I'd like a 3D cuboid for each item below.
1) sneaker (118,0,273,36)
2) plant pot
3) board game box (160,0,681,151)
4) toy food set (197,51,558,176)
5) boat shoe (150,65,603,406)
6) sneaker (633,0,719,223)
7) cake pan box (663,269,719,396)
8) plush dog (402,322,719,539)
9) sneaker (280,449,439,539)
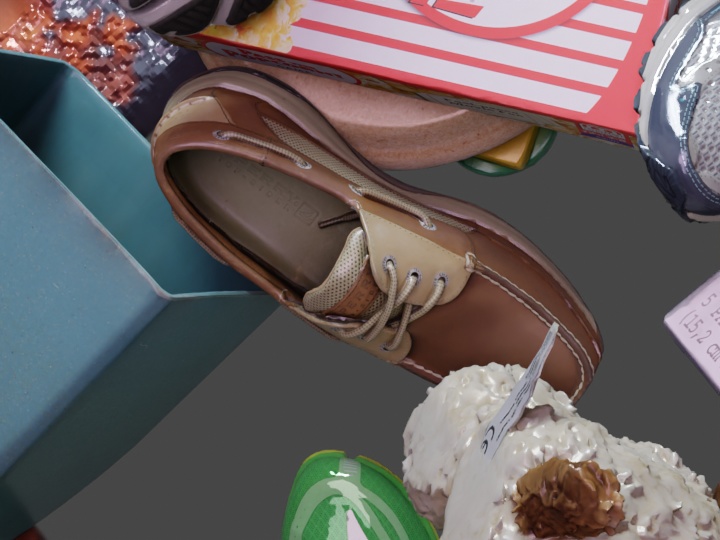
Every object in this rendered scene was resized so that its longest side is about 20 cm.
[{"bbox_3d":[-0.038,-0.179,0.962,0.083,0.081,0.201,27,82,29],"label":"sneaker"},{"bbox_3d":[-0.160,0.033,1.015,0.141,0.141,0.200,45,102,12],"label":"plant pot"},{"bbox_3d":[0.032,-0.143,0.994,0.199,0.046,0.152,13,86,12],"label":"board game box"},{"bbox_3d":[0.013,-0.135,1.046,0.199,0.049,0.199,19,88,12],"label":"toy food set"},{"bbox_3d":[0.000,0.000,0.999,0.199,0.074,0.076,32,115,-2],"label":"boat shoe"},{"bbox_3d":[0.183,-0.090,0.943,0.200,0.086,0.078,-39,103,-26],"label":"sneaker"},{"bbox_3d":[0.242,0.032,0.982,0.184,0.052,0.200,-38,78,2],"label":"cake pan box"},{"bbox_3d":[0.106,0.124,0.911,0.171,0.160,0.201,25,56,-19],"label":"plush dog"},{"bbox_3d":[-0.007,0.171,0.995,0.074,0.084,0.201,2,83,11],"label":"sneaker"}]
